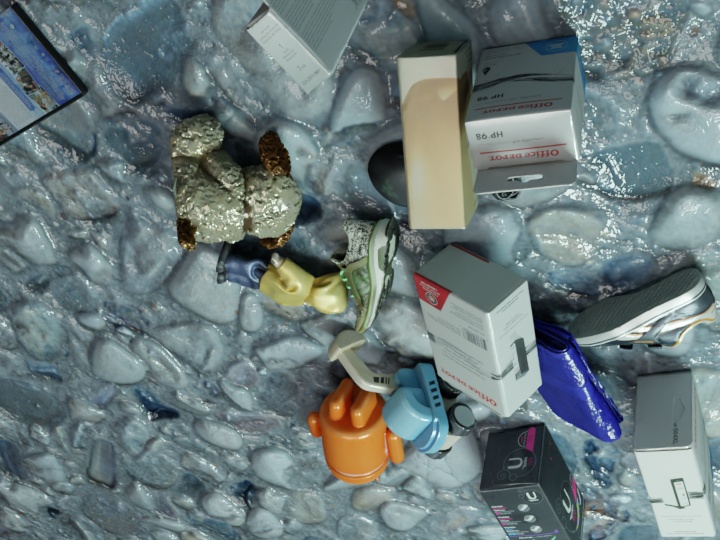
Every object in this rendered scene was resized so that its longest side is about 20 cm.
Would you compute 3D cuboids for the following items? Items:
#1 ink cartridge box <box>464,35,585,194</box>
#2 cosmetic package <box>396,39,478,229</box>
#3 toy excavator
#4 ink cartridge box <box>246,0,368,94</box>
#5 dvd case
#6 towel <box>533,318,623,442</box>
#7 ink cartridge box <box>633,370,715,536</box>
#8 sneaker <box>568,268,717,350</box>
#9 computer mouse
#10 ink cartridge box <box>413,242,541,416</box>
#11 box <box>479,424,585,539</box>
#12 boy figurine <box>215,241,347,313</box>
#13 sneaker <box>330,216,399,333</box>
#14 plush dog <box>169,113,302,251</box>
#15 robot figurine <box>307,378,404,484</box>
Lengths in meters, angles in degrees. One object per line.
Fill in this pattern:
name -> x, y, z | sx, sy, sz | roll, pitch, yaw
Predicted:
ink cartridge box -> 0.182, -0.173, 1.003 | 0.114, 0.201, 0.067 | -4, 130, 20
cosmetic package -> 0.093, -0.159, 1.073 | 0.070, 0.105, 0.203 | 1, 114, 17
toy excavator -> 0.058, 0.186, 1.416 | 0.198, 0.196, 0.100 | 8, 140, -29
ink cartridge box -> -0.075, -0.308, 0.965 | 0.043, 0.201, 0.173 | -30, 117, 37
dvd case -> -0.486, -0.261, 1.257 | 0.198, 0.018, 0.143 | -20, 122, 30
towel -> 0.294, 0.151, 1.326 | 0.201, 0.049, 0.147 | 56, 165, -29
ink cartridge box -> 0.462, 0.269, 1.344 | 0.083, 0.147, 0.201 | -8, 127, 26
sneaker -> 0.383, 0.073, 1.242 | 0.199, 0.079, 0.080 | -25, 117, 33
computer mouse -> 0.098, -0.126, 1.172 | 0.197, 0.053, 0.140 | -7, 129, 22
ink cartridge box -> 0.164, 0.084, 1.272 | 0.144, 0.083, 0.202 | 30, 146, 43
box -> 0.285, 0.368, 1.501 | 0.105, 0.123, 0.201 | -14, 126, 27
boy figurine -> -0.112, 0.011, 1.344 | 0.197, 0.065, 0.125 | 14, 153, 3
sneaker -> 0.000, 0.000, 1.311 | 0.088, 0.077, 0.202 | 19, 127, 14
plush dog -> -0.163, -0.095, 1.234 | 0.169, 0.162, 0.202 | -5, 133, -9
robot figurine -> -0.010, 0.270, 1.513 | 0.142, 0.117, 0.202 | -12, 130, -9
